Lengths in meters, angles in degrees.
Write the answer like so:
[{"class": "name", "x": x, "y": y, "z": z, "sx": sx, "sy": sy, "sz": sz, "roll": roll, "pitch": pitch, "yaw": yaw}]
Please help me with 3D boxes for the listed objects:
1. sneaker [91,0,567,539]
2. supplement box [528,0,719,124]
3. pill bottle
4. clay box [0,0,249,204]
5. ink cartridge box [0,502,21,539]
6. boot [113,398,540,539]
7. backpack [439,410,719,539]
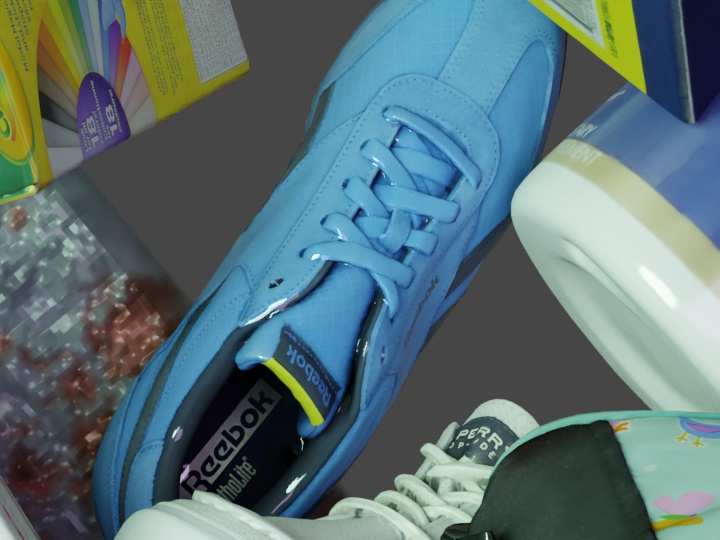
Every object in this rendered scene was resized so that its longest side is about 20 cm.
[{"class": "sneaker", "x": 0.000, "y": 0.000, "z": 0.797, "sx": 0.066, "sy": 0.078, "sz": 0.200, "roll": 35, "pitch": 84, "yaw": -11}, {"class": "supplement box", "x": 0.038, "y": -0.149, "z": 0.739, "sx": 0.200, "sy": 0.110, "sz": 0.109, "roll": 40, "pitch": 84, "yaw": 16}, {"class": "pill bottle", "x": 0.147, "y": -0.045, "z": 0.810, "sx": 0.200, "sy": 0.111, "sz": 0.111, "roll": -42, "pitch": 102, "yaw": -8}, {"class": "clay box", "x": -0.088, "y": -0.080, "z": 0.710, "sx": 0.047, "sy": 0.200, "sz": 0.115, "roll": -15, "pitch": 98, "yaw": 18}, {"class": "ink cartridge box", "x": -0.118, "y": 0.075, "z": 0.703, "sx": 0.085, "sy": 0.200, "sz": 0.148, "roll": -32, "pitch": 101, "yaw": -8}, {"class": "boot", "x": 0.008, "y": 0.070, "z": 0.765, "sx": 0.073, "sy": 0.200, "sz": 0.096, "roll": 27, "pitch": 80, "yaw": 27}, {"class": "backpack", "x": 0.128, "y": 0.125, "z": 0.693, "sx": 0.199, "sy": 0.153, "sz": 0.177, "roll": -4, "pitch": 118, "yaw": -16}]
